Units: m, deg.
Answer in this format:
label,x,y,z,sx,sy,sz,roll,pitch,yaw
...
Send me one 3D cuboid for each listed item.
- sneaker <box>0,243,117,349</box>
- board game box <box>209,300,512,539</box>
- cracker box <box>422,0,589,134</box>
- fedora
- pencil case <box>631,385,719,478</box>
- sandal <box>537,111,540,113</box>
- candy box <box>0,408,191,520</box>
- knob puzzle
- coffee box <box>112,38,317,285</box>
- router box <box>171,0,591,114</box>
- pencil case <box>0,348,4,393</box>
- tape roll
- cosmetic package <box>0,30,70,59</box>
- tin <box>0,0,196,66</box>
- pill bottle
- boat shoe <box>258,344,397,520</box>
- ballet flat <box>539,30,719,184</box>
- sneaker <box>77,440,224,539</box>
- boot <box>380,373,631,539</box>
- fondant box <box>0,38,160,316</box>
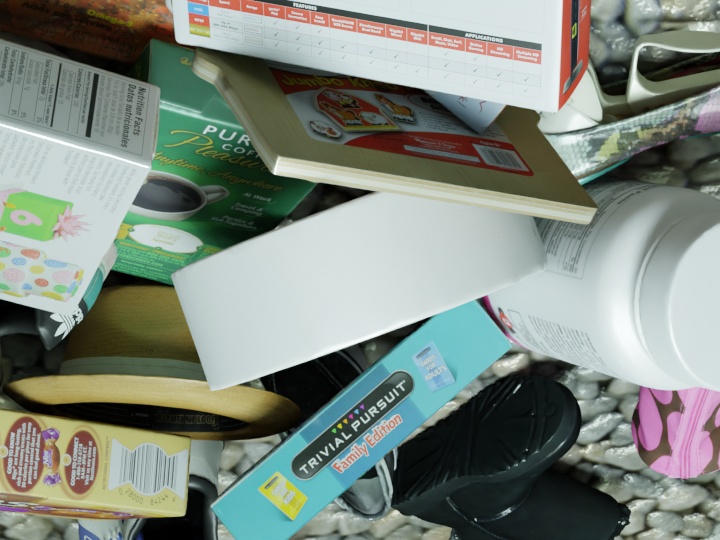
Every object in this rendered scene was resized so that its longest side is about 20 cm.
label,x,y,z,sx,sy,sz,roll,pitch,yaw
sneaker,-0.245,-0.003,1.161,0.198,0.080,0.072,9,144,23
board game box,-0.005,0.099,1.233,0.200,0.047,0.151,-40,178,-8
cracker box,0.023,-0.179,0.955,0.200,0.058,0.134,38,132,-2
fedora,-0.129,0.057,1.256,0.199,0.083,0.201,5,168,1
pencil case,0.225,0.058,1.294,0.090,0.094,0.201,-3,142,-1
sandal,0.067,-0.139,1.045,0.059,0.079,0.207,-41,149,-24
candy box,-0.221,0.121,1.247,0.199,0.057,0.116,11,166,-37
knob puzzle,0.003,-0.083,1.004,0.218,0.220,0.031,12,118,-18
coffee box,-0.101,-0.055,1.144,0.122,0.044,0.200,14,151,-20
router box,0.007,-0.176,0.894,0.198,0.049,0.181,13,128,19
pencil case,-0.324,0.054,1.263,0.198,0.079,0.089,-8,166,7
tape roll,0.000,0.000,1.089,0.201,0.071,0.202,-20,179,0
cosmetic package,-0.266,-0.113,1.070,0.199,0.072,0.101,31,131,-34
tin,-0.143,-0.168,1.039,0.198,0.042,0.112,14,142,-20
pill bottle,0.158,0.006,1.132,0.113,0.114,0.200,22,178,-27
boat shoe,-0.024,0.105,1.354,0.073,0.068,0.200,-11,140,10
ballet flat,0.157,-0.098,1.130,0.198,0.069,0.072,-16,121,10
sneaker,-0.151,0.177,1.397,0.080,0.116,0.200,15,138,-19
boot,0.129,0.156,1.424,0.162,0.074,0.198,29,138,-30
fondant box,-0.221,-0.059,1.030,0.198,0.059,0.144,16,140,-17
